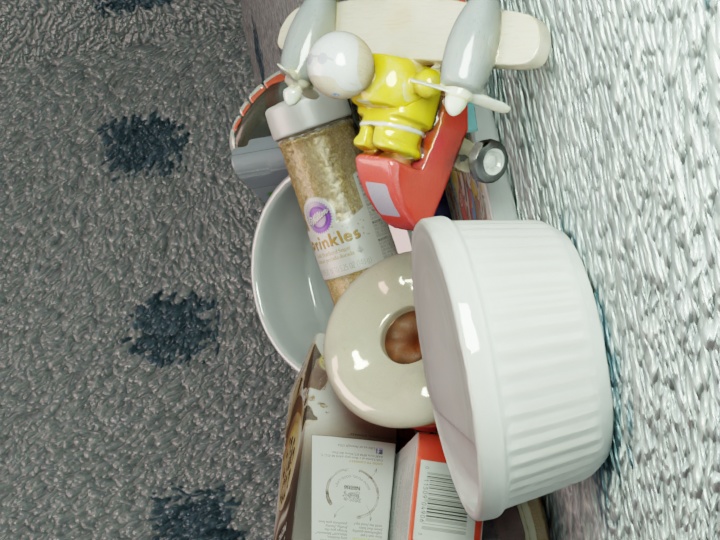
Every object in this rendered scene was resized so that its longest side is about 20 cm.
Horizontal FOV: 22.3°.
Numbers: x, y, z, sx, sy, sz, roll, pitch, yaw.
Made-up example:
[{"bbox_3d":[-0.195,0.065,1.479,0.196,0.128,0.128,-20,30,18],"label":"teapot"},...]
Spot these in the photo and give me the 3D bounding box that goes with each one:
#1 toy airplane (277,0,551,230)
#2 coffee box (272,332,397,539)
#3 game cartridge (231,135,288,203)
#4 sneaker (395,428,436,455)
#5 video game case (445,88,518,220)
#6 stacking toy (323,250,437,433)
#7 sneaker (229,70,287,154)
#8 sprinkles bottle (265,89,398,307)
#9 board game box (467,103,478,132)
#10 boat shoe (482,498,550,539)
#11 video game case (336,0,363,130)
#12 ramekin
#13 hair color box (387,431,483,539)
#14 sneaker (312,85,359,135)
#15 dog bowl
[{"bbox_3d":[0.026,-0.151,1.221,0.200,0.141,0.199,-52,56,41],"label":"toy airplane"},{"bbox_3d":[-0.021,0.169,1.495,0.113,0.080,0.200,114,165,-56],"label":"coffee box"},{"bbox_3d":[-0.024,-0.078,1.802,0.200,0.133,0.040,43,-139,-55],"label":"game cartridge"},{"bbox_3d":[0.087,0.165,1.630,0.200,0.082,0.078,36,-133,-73],"label":"sneaker"},{"bbox_3d":[0.087,-0.079,1.446,0.182,0.023,0.200,94,164,-69],"label":"video game case"},{"bbox_3d":[0.069,0.084,1.465,0.200,0.146,0.146,48,-155,-57],"label":"stacking toy"},{"bbox_3d":[-0.039,-0.158,1.775,0.077,0.200,0.082,42,-167,-47],"label":"sneaker"},{"bbox_3d":[-0.015,-0.049,1.499,0.068,0.068,0.200,-169,60,-84],"label":"sprinkles bottle"},{"bbox_3d":[0.040,-0.178,1.401,0.200,0.047,0.151,-142,43,-82],"label":"board game box"},{"bbox_3d":[0.108,0.199,1.510,0.200,0.065,0.072,-163,62,-84],"label":"boat shoe"},{"bbox_3d":[0.002,-0.190,1.407,0.182,0.022,0.200,-115,15,-69],"label":"video game case"},{"bbox_3d":[0.100,0.058,1.205,0.202,0.094,0.202,170,90,-84],"label":"ramekin"},{"bbox_3d":[0.048,0.207,1.473,0.200,0.064,0.111,125,153,-69],"label":"hair color box"},{"bbox_3d":[-0.019,-0.180,1.629,0.090,0.067,0.200,-36,29,55],"label":"sneaker"},{"bbox_3d":[0.000,0.000,1.611,0.200,0.079,0.200,4,96,41],"label":"dog bowl"}]
